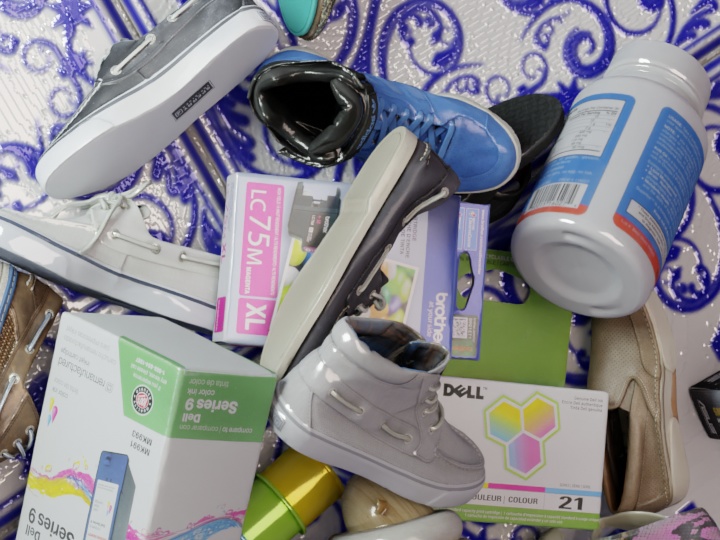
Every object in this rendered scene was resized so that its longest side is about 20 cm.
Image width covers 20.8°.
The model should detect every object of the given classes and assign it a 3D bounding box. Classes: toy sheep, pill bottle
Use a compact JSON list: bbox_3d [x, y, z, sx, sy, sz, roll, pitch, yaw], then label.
[{"bbox_3d":[0.029,0.236,1.362,0.137,0.138,0.202,-15,89,-21],"label":"toy sheep"},{"bbox_3d":[0.195,-0.073,1.469,0.112,0.112,0.201,38,57,-16],"label":"pill bottle"}]

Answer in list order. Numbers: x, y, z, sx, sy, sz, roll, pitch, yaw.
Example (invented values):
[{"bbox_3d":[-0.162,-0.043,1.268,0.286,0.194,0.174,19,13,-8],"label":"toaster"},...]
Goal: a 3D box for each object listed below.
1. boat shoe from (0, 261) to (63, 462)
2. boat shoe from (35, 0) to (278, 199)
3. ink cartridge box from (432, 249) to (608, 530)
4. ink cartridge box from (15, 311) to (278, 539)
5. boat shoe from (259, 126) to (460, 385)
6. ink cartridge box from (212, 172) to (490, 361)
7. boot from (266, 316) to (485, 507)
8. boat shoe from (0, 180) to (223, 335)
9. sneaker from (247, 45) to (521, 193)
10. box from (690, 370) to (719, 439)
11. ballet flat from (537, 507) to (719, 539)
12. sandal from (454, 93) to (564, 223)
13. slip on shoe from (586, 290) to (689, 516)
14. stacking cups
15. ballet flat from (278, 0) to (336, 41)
[{"bbox_3d":[-0.253,0.096,1.327,0.072,0.072,0.202,21,81,-21],"label":"boat shoe"},{"bbox_3d":[-0.154,-0.131,1.379,0.200,0.072,0.068,-40,68,-4],"label":"boat shoe"},{"bbox_3d":[0.106,0.085,1.465,0.146,0.076,0.202,6,87,-21],"label":"ink cartridge box"},{"bbox_3d":[-0.147,0.143,1.299,0.087,0.145,0.202,5,101,-42],"label":"ink cartridge box"},{"bbox_3d":[0.001,0.003,1.326,0.062,0.073,0.201,32,85,-19],"label":"boat shoe"},{"bbox_3d":[0.000,0.000,1.385,0.198,0.042,0.121,5,86,-18],"label":"ink cartridge box"},{"bbox_3d":[0.036,0.093,1.317,0.199,0.074,0.096,21,118,-43],"label":"boot"},{"bbox_3d":[-0.168,-0.023,1.362,0.201,0.074,0.087,20,81,-23],"label":"boat shoe"},{"bbox_3d":[0.015,-0.099,1.382,0.198,0.111,0.077,24,107,3],"label":"sneaker"},{"bbox_3d":[0.380,0.073,1.528,0.199,0.158,0.049,-26,97,-19],"label":"box"},{"bbox_3d":[0.176,0.221,1.481,0.198,0.072,0.069,-15,136,9],"label":"ballet flat"},{"bbox_3d":[0.078,-0.055,1.470,0.200,0.075,0.048,-45,132,-11],"label":"sandal"},{"bbox_3d":[0.200,0.090,1.505,0.060,0.076,0.202,-15,101,-27],"label":"slip on shoe"},{"bbox_3d":[-0.100,0.206,1.397,0.200,0.060,0.061,-42,103,-12],"label":"stacking cups"},{"bbox_3d":[-0.037,-0.271,1.431,0.075,0.068,0.202,-17,92,-36],"label":"ballet flat"}]
